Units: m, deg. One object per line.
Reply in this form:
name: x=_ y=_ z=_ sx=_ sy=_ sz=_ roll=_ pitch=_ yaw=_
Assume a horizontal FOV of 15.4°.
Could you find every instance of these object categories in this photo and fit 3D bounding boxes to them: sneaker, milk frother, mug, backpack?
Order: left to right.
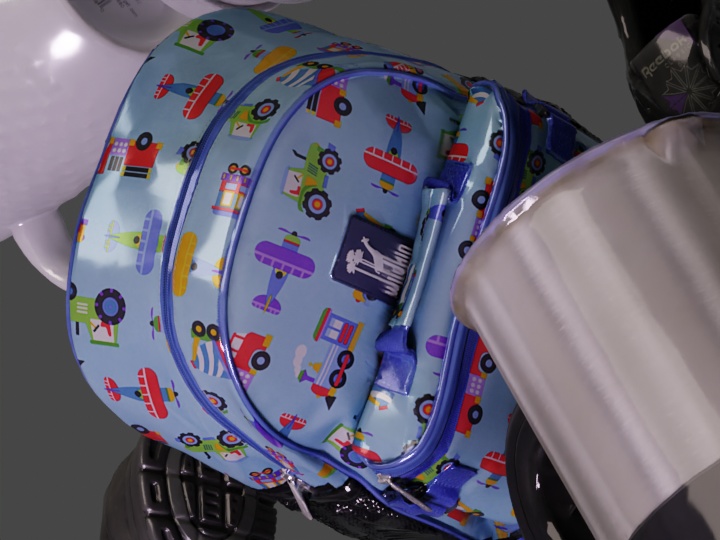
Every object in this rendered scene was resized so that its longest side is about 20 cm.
mug: x=-0.146 y=-0.083 z=1.234 sx=0.175 sy=0.147 sz=0.201 roll=-28 pitch=87 yaw=45
sneaker: x=-0.073 y=0.160 z=1.082 sx=0.091 sy=0.076 sz=0.201 roll=-38 pitch=45 yaw=55
backpack: x=0.000 y=0.000 z=0.979 sx=0.134 sy=0.200 sz=0.183 roll=9 pitch=75 yaw=49
milk frother: x=0.074 y=0.079 z=0.831 sx=0.181 sy=0.199 sz=0.189 roll=-50 pitch=57 yaw=36
sneaker: x=0.132 y=-0.043 z=0.946 sx=0.076 sy=0.087 sz=0.200 roll=-41 pitch=44 yaw=24

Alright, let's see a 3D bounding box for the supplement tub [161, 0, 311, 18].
supplement tub: x=-0.009 y=-0.200 z=1.146 sx=0.200 sy=0.140 sz=0.141 roll=-25 pitch=52 yaw=37
